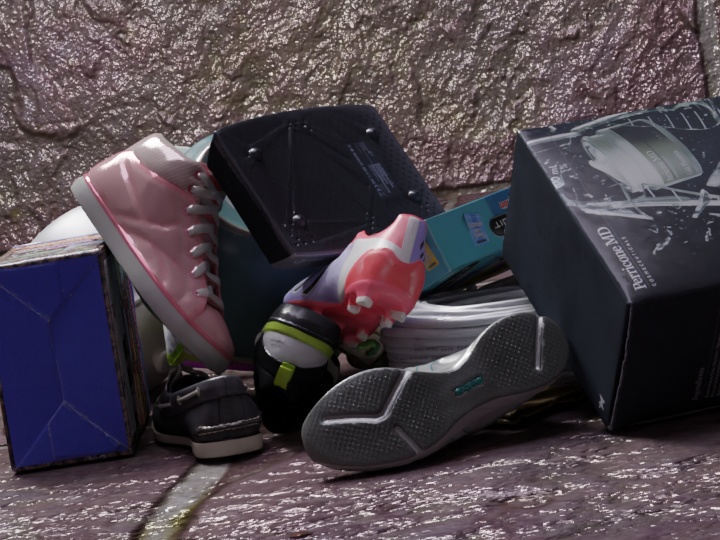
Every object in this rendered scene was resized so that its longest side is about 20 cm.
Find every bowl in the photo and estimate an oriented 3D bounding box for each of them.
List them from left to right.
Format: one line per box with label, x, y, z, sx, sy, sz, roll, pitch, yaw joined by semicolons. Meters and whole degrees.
bowl;-0.089;-0.039;1.803;0.199;0.202;0.105;-11;-34;-23

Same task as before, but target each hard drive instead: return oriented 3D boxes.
hard drive;-0.028;-0.065;1.734;0.199;0.135;0.042;-14;-25;-51

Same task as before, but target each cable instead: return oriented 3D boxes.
cable;0.113;0.051;1.671;0.199;0.070;0.199;-10;6;-42

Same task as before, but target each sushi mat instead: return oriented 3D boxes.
sushi mat;0.068;0.100;1.646;0.199;0.012;0.095;-2;7;44

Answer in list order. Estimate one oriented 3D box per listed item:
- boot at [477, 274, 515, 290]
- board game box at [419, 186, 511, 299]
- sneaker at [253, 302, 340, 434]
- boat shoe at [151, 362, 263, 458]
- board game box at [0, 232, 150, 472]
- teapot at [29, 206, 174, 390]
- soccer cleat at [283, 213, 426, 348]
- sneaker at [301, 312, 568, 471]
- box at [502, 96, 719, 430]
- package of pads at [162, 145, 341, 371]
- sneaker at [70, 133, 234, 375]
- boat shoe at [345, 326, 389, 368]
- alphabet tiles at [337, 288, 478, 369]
boot;0.159;0.023;1.888;0.198;0.074;0.095;-2;19;-29
board game box;0.090;-0.019;1.781;0.199;0.047;0.151;-22;-8;-39
sneaker;-0.061;0.086;1.683;0.071;0.083;0.200;21;-16;6
boat shoe;-0.119;0.100;1.673;0.072;0.063;0.200;-10;6;-16
board game box;-0.233;0.060;1.753;0.096;0.161;0.200;-9;5;-1
teapot;-0.217;0.044;1.955;0.146;0.200;0.197;42;3;34
soccer cleat;-0.001;0.008;1.648;0.066;0.077;0.200;26;-16;-15
sneaker;0.050;0.097;1.509;0.199;0.071;0.080;-19;-19;-19
box;0.228;-0.011;1.537;0.195;0.125;0.201;-12;42;-16
package of pads;-0.107;-0.009;1.910;0.153;0.202;0.068;6;-33;-26
sneaker;-0.134;-0.022;1.689;0.104;0.201;0.075;-37;-22;1
boat shoe;0.009;0.051;1.933;0.062;0.074;0.201;-4;13;-5
alphabet tiles;0.000;0.000;1.869;0.199;0.006;0.166;31;51;17
